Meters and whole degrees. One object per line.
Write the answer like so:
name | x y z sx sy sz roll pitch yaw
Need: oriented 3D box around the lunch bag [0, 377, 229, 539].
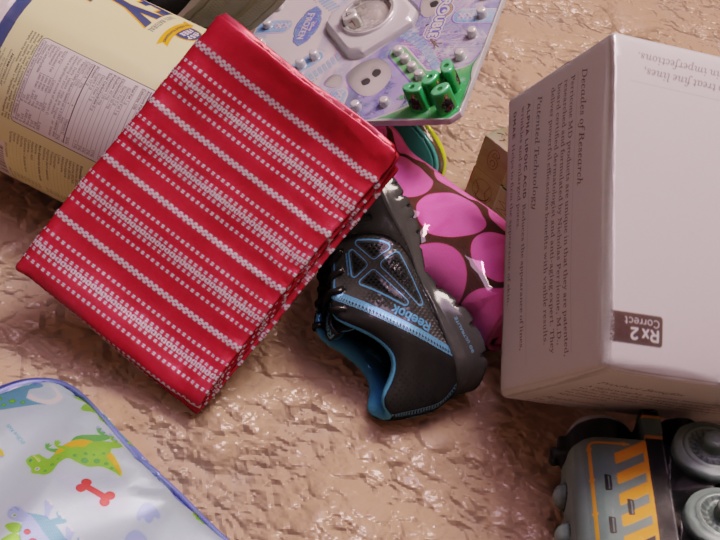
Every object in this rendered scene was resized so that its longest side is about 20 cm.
lunch bag | -0.155 0.153 0.641 0.160 0.083 0.200 -26 55 -37

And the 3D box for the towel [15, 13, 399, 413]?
towel | -0.088 -0.035 0.794 0.144 0.200 0.022 39 -3 -2

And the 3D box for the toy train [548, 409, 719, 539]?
toy train | 0.165 0.158 0.756 0.113 0.086 0.201 5 40 0

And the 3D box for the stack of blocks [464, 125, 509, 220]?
stack of blocks | 0.191 -0.038 1.003 0.115 0.059 0.200 -23 54 -38

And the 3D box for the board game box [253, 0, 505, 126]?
board game box | 0.005 -0.186 0.967 0.199 0.026 0.201 2 53 29

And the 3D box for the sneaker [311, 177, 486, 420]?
sneaker | 0.000 0.000 0.845 0.082 0.073 0.201 -26 76 -29

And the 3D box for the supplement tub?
supplement tub | -0.150 -0.102 0.883 0.199 0.146 0.145 26 40 10

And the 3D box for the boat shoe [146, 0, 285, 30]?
boat shoe | -0.126 -0.189 0.966 0.072 0.199 0.068 17 54 -44

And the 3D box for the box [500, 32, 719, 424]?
box | 0.201 -0.015 0.821 0.198 0.131 0.202 9 76 -21

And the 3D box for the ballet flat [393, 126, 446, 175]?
ballet flat | -0.015 -0.123 1.028 0.199 0.067 0.067 27 19 14

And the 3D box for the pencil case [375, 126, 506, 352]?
pencil case | 0.049 -0.032 0.924 0.200 0.091 0.094 40 79 22
